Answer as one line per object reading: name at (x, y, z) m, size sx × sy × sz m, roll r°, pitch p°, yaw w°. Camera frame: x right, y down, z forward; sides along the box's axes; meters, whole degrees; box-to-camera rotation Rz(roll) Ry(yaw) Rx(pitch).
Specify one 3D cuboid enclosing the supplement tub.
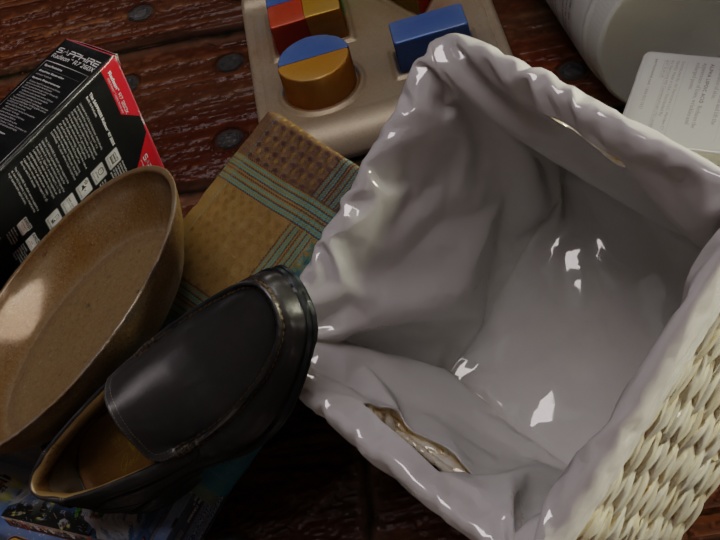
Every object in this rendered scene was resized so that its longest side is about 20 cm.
supplement tub at (0.180, -0.219, 0.957) m, size 0.131 × 0.132 × 0.200 m, roll -20°, pitch 49°, yaw -1°

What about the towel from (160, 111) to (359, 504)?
towel at (-0.066, 0.016, 0.808) m, size 0.147 × 0.022 × 0.200 m, roll 35°, pitch 86°, yaw 36°

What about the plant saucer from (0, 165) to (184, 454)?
plant saucer at (-0.163, 0.029, 0.812) m, size 0.200 × 0.035 × 0.201 m, roll -35°, pitch 31°, yaw 25°

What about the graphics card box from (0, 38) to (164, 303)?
graphics card box at (-0.218, -0.040, 0.922) m, size 0.051 × 0.126 × 0.200 m, roll 22°, pitch 60°, yaw 28°

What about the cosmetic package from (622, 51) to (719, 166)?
cosmetic package at (0.253, -0.052, 0.809) m, size 0.199 × 0.113 × 0.081 m, roll 9°, pitch 54°, yaw 21°

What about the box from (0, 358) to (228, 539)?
box at (-0.184, 0.131, 0.825) m, size 0.199 × 0.040 × 0.137 m, roll 14°, pitch 55°, yaw 26°

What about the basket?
basket at (0.097, 0.021, 0.710) m, size 0.198 × 0.161 × 0.200 m, roll 35°, pitch 99°, yaw 36°

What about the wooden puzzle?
wooden puzzle at (0.007, -0.173, 1.024) m, size 0.184 × 0.046 × 0.201 m, roll -15°, pitch 48°, yaw 3°

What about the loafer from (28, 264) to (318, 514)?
loafer at (-0.094, 0.069, 0.705) m, size 0.072 × 0.200 × 0.073 m, roll -5°, pitch 57°, yaw -46°
